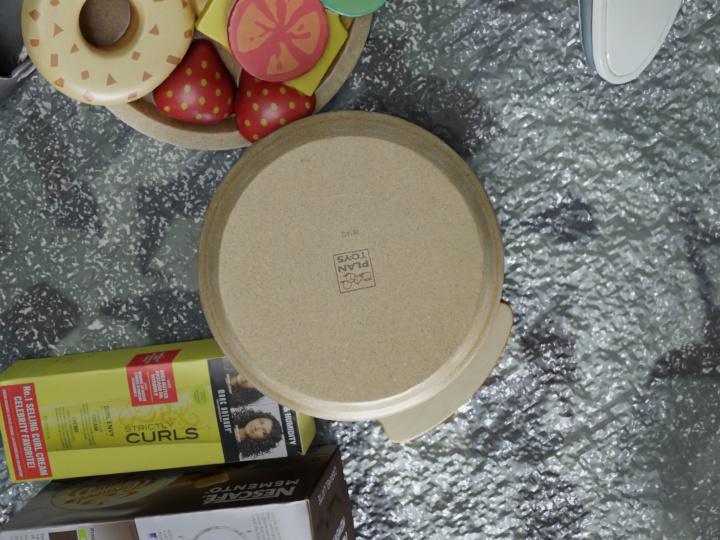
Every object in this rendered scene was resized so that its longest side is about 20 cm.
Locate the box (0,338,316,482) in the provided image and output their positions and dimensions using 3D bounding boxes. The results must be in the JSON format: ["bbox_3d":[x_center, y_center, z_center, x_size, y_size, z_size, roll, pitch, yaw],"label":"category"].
[{"bbox_3d":[-0.133,0.088,1.034,0.199,0.050,0.076,-6,102,11],"label":"box"}]

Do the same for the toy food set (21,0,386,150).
[{"bbox_3d":[-0.084,-0.167,0.939,0.199,0.049,0.199,28,101,-21],"label":"toy food set"}]

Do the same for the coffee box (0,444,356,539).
[{"bbox_3d":[-0.112,0.173,1.017,0.199,0.114,0.080,-7,101,11],"label":"coffee box"}]

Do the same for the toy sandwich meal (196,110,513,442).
[{"bbox_3d":[0.000,0.000,0.972,0.204,0.070,0.207,0,96,-2],"label":"toy sandwich meal"}]

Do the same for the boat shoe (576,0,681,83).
[{"bbox_3d":[0.149,-0.212,0.928,0.062,0.073,0.201,24,120,48],"label":"boat shoe"}]

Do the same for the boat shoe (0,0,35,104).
[{"bbox_3d":[-0.215,-0.158,0.989,0.200,0.057,0.067,-38,94,15],"label":"boat shoe"}]
